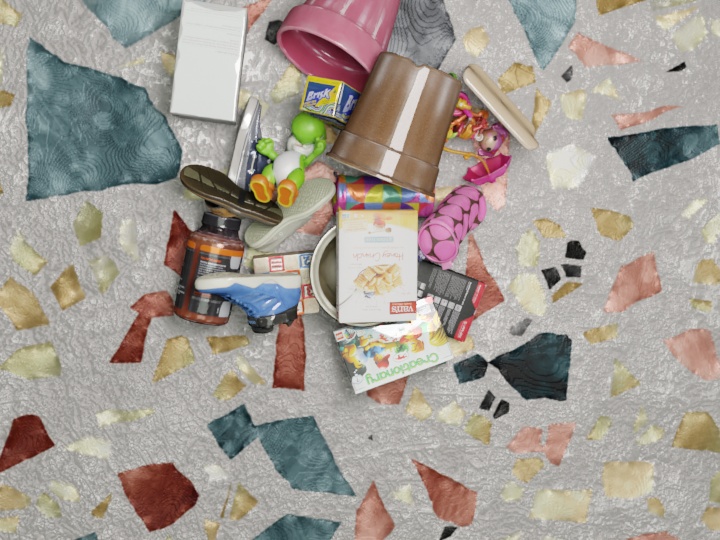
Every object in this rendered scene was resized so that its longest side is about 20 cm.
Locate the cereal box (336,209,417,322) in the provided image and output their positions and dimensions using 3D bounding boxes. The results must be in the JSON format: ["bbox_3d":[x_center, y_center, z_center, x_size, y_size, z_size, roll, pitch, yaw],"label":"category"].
[{"bbox_3d":[0.029,-0.008,1.606,0.144,0.040,0.200,-2,95,-10],"label":"cereal box"}]

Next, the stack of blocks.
[{"bbox_3d":[-0.099,0.021,1.717,0.200,0.059,0.115,-6,98,-6],"label":"stack of blocks"}]

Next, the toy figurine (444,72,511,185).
[{"bbox_3d":[0.201,-0.242,1.683,0.184,0.150,0.200,20,111,-20],"label":"toy figurine"}]

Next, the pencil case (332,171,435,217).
[{"bbox_3d":[0.041,-0.141,1.701,0.200,0.088,0.089,2,97,-7],"label":"pencil case"}]

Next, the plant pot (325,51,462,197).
[{"bbox_3d":[0.070,-0.250,1.529,0.200,0.200,0.198,21,98,-8],"label":"plant pot"}]

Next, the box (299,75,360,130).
[{"bbox_3d":[-0.033,-0.290,1.611,0.070,0.200,0.064,15,94,20],"label":"box"}]

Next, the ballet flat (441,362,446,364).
[{"bbox_3d":[0.069,0.159,1.754,0.200,0.073,0.073,-8,98,1],"label":"ballet flat"}]

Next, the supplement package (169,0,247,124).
[{"bbox_3d":[-0.269,-0.369,1.623,0.117,0.117,0.200,7,96,-8],"label":"supplement package"}]

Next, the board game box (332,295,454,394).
[{"bbox_3d":[0.062,0.140,1.700,0.200,0.035,0.126,-20,87,-2],"label":"board game box"}]

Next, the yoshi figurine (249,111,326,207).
[{"bbox_3d":[-0.119,-0.215,1.627,0.112,0.112,0.200,42,51,-19],"label":"yoshi figurine"}]

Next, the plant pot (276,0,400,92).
[{"bbox_3d":[-0.022,-0.441,1.614,0.200,0.200,0.179,30,78,-9],"label":"plant pot"}]

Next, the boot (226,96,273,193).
[{"bbox_3d":[-0.191,-0.216,1.679,0.090,0.073,0.200,13,104,-12],"label":"boot"}]

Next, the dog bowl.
[{"bbox_3d":[0.000,0.000,1.659,0.200,0.074,0.200,-1,95,-11],"label":"dog bowl"}]

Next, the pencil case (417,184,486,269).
[{"bbox_3d":[0.172,-0.084,1.668,0.091,0.200,0.094,-23,104,36],"label":"pencil case"}]

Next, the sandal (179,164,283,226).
[{"bbox_3d":[-0.237,-0.125,1.636,0.200,0.082,0.055,24,127,-16],"label":"sandal"}]

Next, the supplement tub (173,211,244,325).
[{"bbox_3d":[-0.275,-0.005,1.671,0.107,0.107,0.200,12,96,-7],"label":"supplement tub"}]

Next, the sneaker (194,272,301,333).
[{"bbox_3d":[-0.200,0.061,1.624,0.200,0.077,0.111,-1,98,-32],"label":"sneaker"}]

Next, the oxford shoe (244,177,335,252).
[{"bbox_3d":[-0.126,-0.102,1.687,0.200,0.075,0.058,-37,140,12],"label":"oxford shoe"}]

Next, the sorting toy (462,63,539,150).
[{"bbox_3d":[0.251,-0.297,1.648,0.036,0.200,0.185,-42,95,19],"label":"sorting toy"}]

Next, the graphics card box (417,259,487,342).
[{"bbox_3d":[0.128,0.046,1.749,0.200,0.051,0.126,20,95,-9],"label":"graphics card box"}]
